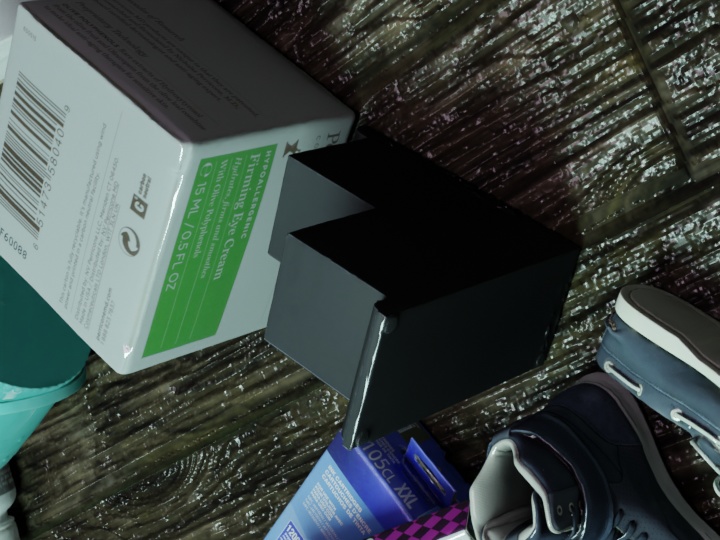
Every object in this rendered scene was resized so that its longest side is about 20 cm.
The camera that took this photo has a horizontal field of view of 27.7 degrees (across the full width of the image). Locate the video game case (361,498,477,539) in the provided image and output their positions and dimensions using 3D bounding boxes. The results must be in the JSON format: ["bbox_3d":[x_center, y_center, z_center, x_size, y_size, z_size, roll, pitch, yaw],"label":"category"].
[{"bbox_3d":[0.042,0.255,0.993,0.199,0.036,0.182,-27,115,29],"label":"video game case"}]

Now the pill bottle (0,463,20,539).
[{"bbox_3d":[-0.402,0.190,1.424,0.113,0.113,0.203,-13,93,44],"label":"pill bottle"}]

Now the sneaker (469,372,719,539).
[{"bbox_3d":[0.149,0.174,0.886,0.077,0.145,0.204,-41,75,40],"label":"sneaker"}]

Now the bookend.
[{"bbox_3d":[0.000,0.000,0.938,0.198,0.199,0.093,32,121,31],"label":"bookend"}]

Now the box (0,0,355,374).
[{"bbox_3d":[-0.149,-0.072,1.074,0.200,0.170,0.201,39,125,27],"label":"box"}]

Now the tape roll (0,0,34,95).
[{"bbox_3d":[-0.286,-0.155,1.159,0.071,0.201,0.203,55,131,15],"label":"tape roll"}]

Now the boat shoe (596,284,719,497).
[{"bbox_3d":[0.216,0.085,0.847,0.199,0.074,0.062,38,123,31],"label":"boat shoe"}]

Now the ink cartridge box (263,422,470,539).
[{"bbox_3d":[0.019,0.195,1.063,0.137,0.076,0.201,49,128,21],"label":"ink cartridge box"}]

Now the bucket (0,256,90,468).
[{"bbox_3d":[-0.342,0.066,1.278,0.135,0.206,0.208,-42,73,33],"label":"bucket"}]
